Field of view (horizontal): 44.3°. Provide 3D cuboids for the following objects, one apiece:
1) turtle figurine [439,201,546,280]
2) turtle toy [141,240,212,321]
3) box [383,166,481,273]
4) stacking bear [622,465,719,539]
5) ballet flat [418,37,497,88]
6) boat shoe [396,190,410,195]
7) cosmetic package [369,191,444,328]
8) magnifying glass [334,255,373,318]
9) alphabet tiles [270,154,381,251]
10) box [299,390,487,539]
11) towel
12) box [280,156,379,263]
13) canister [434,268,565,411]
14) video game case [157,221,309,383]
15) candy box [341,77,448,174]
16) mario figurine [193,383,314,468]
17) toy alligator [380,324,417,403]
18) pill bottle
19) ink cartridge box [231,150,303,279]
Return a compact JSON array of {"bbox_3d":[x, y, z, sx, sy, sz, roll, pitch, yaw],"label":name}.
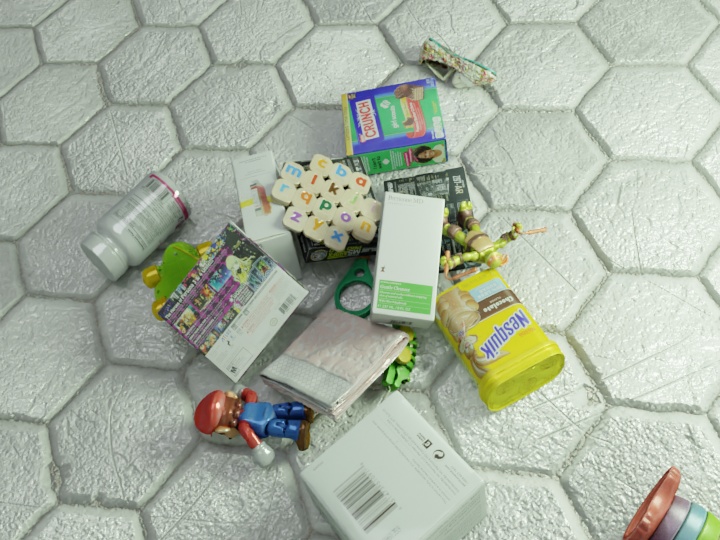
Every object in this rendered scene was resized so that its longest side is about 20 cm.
[{"bbox_3d":[0.206,-0.052,1.513,0.197,0.065,0.162,-27,46,-11],"label":"turtle figurine"},{"bbox_3d":[-0.312,0.019,1.600,0.143,0.102,0.202,-23,54,-6],"label":"turtle toy"},{"bbox_3d":[0.130,-0.089,1.624,0.156,0.044,0.203,-10,55,4],"label":"box"},{"bbox_3d":[0.467,0.385,1.197,0.198,0.115,0.121,35,59,17],"label":"stacking bear"},{"bbox_3d":[0.197,-0.416,1.832,0.199,0.075,0.065,37,100,34],"label":"ballet flat"},{"bbox_3d":[0.082,-0.044,1.538,0.070,0.061,0.205,-9,58,3],"label":"boat shoe"},{"bbox_3d":[0.076,-0.016,1.450,0.105,0.085,0.205,5,78,-1],"label":"cosmetic package"},{"bbox_3d":[0.000,0.000,1.605,0.078,0.023,0.204,2,58,12],"label":"magnifying glass"},{"bbox_3d":[-0.058,-0.121,1.575,0.197,0.015,0.198,24,49,-3],"label":"alphabet tiles"},{"bbox_3d":[0.051,0.329,1.300,0.199,0.132,0.199,-37,57,-16],"label":"box"},{"bbox_3d":[-0.046,0.143,1.452,0.198,0.033,0.191,16,49,45],"label":"towel"},{"bbox_3d":[-0.049,-0.115,1.623,0.157,0.045,0.203,-8,58,-19],"label":"box"},{"bbox_3d":[0.218,0.107,1.448,0.146,0.087,0.201,-26,54,-9],"label":"canister"},{"bbox_3d":[-0.213,0.054,1.494,0.180,0.036,0.201,39,93,1],"label":"video game case"},{"bbox_3d":[0.065,-0.283,1.750,0.195,0.078,0.172,-10,55,5],"label":"candy box"},{"bbox_3d":[-0.175,0.251,1.447,0.195,0.123,0.109,6,98,6],"label":"mario figurine"},{"bbox_3d":[0.065,0.160,1.464,0.053,0.059,0.203,24,54,-22],"label":"toy alligator"},{"bbox_3d":[-0.428,-0.083,1.685,0.112,0.114,0.200,32,67,28],"label":"pill bottle"},{"bbox_3d":[-0.170,-0.092,1.623,0.082,0.146,0.203,-14,54,-2],"label":"ink cartridge box"}]
